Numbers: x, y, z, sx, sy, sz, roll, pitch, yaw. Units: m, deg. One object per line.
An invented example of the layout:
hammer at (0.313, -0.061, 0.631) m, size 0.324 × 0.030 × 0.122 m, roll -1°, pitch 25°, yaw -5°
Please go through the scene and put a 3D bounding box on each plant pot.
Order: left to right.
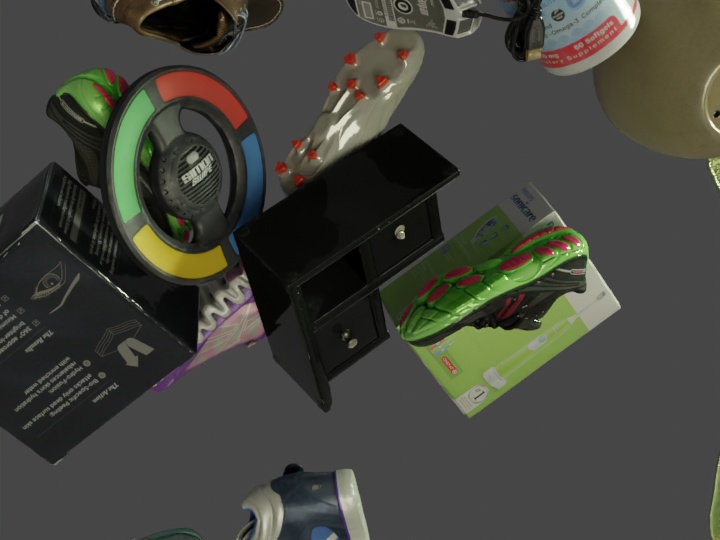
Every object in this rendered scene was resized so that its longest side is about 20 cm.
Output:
plant pot at (0.344, -0.190, 1.250) m, size 0.199 × 0.135 × 0.201 m, roll -6°, pitch 118°, yaw -11°

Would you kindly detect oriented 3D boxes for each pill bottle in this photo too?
pill bottle at (0.164, -0.284, 1.173) m, size 0.109 × 0.109 × 0.200 m, roll -39°, pitch 118°, yaw 7°

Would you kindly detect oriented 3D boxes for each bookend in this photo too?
bookend at (0.000, 0.000, 1.238) m, size 0.198 × 0.092 × 0.200 m, roll -34°, pitch 143°, yaw -19°

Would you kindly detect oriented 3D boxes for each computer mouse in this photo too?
computer mouse at (0.076, -0.250, 1.161) m, size 0.199 × 0.044 × 0.110 m, roll 16°, pitch 151°, yaw 21°

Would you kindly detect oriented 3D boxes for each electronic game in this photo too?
electronic game at (-0.157, -0.086, 1.172) m, size 0.200 × 0.041 × 0.201 m, roll -1°, pitch 91°, yaw -51°

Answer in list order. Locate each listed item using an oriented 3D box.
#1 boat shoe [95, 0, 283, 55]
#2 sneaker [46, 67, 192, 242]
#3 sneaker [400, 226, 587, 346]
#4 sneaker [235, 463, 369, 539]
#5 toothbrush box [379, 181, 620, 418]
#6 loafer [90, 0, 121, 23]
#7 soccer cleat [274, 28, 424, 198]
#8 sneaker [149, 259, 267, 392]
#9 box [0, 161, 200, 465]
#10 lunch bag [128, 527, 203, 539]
boat shoe at (-0.136, -0.221, 1.108) m, size 0.199 × 0.072 × 0.072 m, roll -11°, pitch 146°, yaw -45°
sneaker at (-0.219, -0.102, 1.202) m, size 0.083 × 0.077 × 0.200 m, roll -14°, pitch 126°, yaw 26°
sneaker at (0.134, 0.031, 1.234) m, size 0.199 × 0.077 × 0.084 m, roll -23°, pitch 116°, yaw -5°
sneaker at (-0.064, 0.310, 1.436) m, size 0.146 × 0.081 × 0.201 m, roll -10°, pitch 121°, yaw 1°
toothbrush box at (0.144, 0.031, 1.338) m, size 0.200 × 0.086 × 0.146 m, roll -37°, pitch 118°, yaw 7°
loafer at (-0.162, -0.295, 1.110) m, size 0.068 × 0.070 × 0.201 m, roll 35°, pitch 103°, yaw -26°
soccer cleat at (-0.004, -0.144, 1.234) m, size 0.200 × 0.069 × 0.077 m, roll -52°, pitch 145°, yaw 6°
sneaker at (-0.139, 0.055, 1.289) m, size 0.200 × 0.081 × 0.088 m, roll -46°, pitch 125°, yaw 9°
box at (-0.288, 0.043, 1.205) m, size 0.196 × 0.118 × 0.200 m, roll -37°, pitch 118°, yaw 18°
lunch bag at (-0.227, 0.385, 1.428) m, size 0.160 × 0.077 × 0.201 m, roll -18°, pitch 118°, yaw -3°
